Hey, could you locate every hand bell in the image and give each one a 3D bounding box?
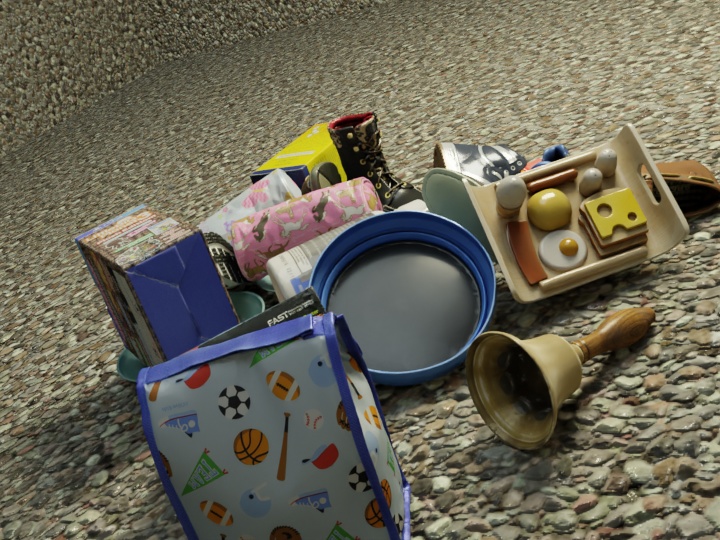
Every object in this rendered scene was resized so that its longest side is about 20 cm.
[{"bbox_3d":[0.200,0.072,0.824,0.198,0.106,0.104,-20,20,-32],"label":"hand bell"}]

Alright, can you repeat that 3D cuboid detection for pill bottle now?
[{"bbox_3d":[0.000,0.000,1.080,0.198,0.115,0.114,-25,23,-9],"label":"pill bottle"}]

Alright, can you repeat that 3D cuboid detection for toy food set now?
[{"bbox_3d":[0.220,-0.065,0.953,0.197,0.061,0.145,-19,64,-5],"label":"toy food set"}]

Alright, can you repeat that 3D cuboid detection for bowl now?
[{"bbox_3d":[0.044,0.028,0.965,0.197,0.040,0.203,-4,56,6],"label":"bowl"}]

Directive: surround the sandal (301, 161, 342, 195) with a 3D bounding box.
[{"bbox_3d":[-0.053,-0.104,1.305,0.056,0.081,0.201,-8,-2,4],"label":"sandal"}]

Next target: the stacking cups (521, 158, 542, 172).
[{"bbox_3d":[0.173,-0.089,1.212,0.198,0.061,0.060,-26,23,-21],"label":"stacking cups"}]

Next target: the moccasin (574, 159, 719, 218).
[{"bbox_3d":[0.308,-0.074,1.027,0.198,0.075,0.078,-5,28,-13],"label":"moccasin"}]

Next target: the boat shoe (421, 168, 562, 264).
[{"bbox_3d":[0.156,-0.050,1.032,0.201,0.072,0.060,40,35,21],"label":"boat shoe"}]

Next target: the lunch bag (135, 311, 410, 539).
[{"bbox_3d":[-0.063,0.139,0.723,0.168,0.202,0.124,-18,23,9],"label":"lunch bag"}]

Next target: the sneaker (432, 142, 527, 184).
[{"bbox_3d":[0.158,-0.080,1.129,0.107,0.070,0.202,-3,55,-10],"label":"sneaker"}]

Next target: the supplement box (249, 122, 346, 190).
[{"bbox_3d":[-0.066,-0.151,1.470,0.108,0.110,0.200,-2,29,35],"label":"supplement box"}]

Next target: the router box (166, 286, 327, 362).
[{"bbox_3d":[-0.105,0.099,0.894,0.148,0.063,0.200,-27,-11,-15],"label":"router box"}]

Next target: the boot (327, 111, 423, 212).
[{"bbox_3d":[0.028,-0.144,1.321,0.073,0.152,0.199,-29,24,-20],"label":"boot"}]

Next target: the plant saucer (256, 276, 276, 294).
[{"bbox_3d":[-0.043,-0.009,1.233,0.198,0.039,0.202,-17,23,7],"label":"plant saucer"}]

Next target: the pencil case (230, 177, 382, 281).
[{"bbox_3d":[-0.068,-0.051,1.178,0.197,0.088,0.083,-16,-8,12],"label":"pencil case"}]

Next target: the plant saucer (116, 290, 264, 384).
[{"bbox_3d":[-0.206,0.093,1.150,0.197,0.036,0.201,-18,23,8],"label":"plant saucer"}]

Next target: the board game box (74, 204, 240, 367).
[{"bbox_3d":[-0.232,0.027,1.068,0.096,0.161,0.199,-30,25,-23],"label":"board game box"}]

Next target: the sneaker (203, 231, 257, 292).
[{"bbox_3d":[-0.191,0.003,1.228,0.079,0.075,0.200,-26,-15,12],"label":"sneaker"}]

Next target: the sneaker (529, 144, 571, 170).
[{"bbox_3d":[0.224,-0.091,1.134,0.074,0.079,0.200,-9,26,27],"label":"sneaker"}]

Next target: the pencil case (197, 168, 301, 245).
[{"bbox_3d":[-0.168,-0.061,1.339,0.199,0.083,0.091,-36,53,5],"label":"pencil case"}]
